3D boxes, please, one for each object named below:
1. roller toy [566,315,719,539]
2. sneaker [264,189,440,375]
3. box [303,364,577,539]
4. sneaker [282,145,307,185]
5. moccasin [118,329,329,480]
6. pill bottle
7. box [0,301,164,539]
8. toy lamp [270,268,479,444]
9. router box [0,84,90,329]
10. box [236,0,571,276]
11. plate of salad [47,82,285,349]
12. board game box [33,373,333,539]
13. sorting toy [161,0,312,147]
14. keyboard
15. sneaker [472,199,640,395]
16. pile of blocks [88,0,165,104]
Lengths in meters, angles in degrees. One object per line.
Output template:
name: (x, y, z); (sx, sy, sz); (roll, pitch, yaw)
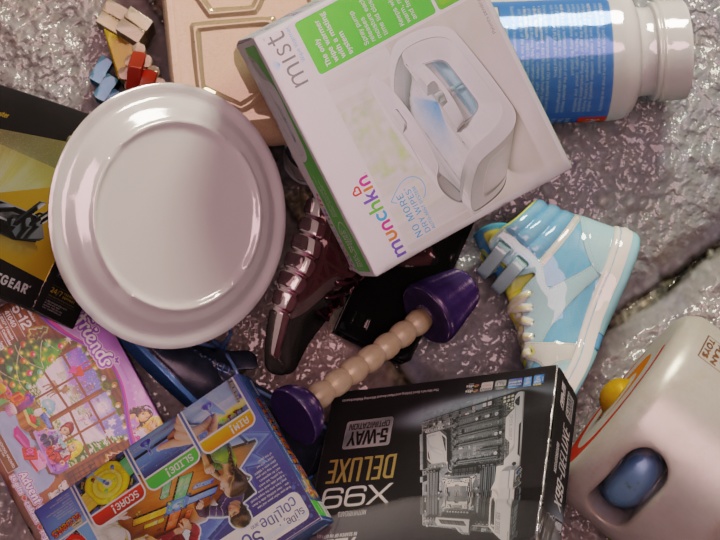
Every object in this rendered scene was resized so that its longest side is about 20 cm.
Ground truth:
roller toy: (0.248, 0.133, 1.505); (0.140, 0.182, 0.200); (38, 84, 3)
sneaker: (0.000, 0.000, 1.517); (0.115, 0.076, 0.201); (18, 90, 4)
box: (0.062, 0.161, 1.484); (0.199, 0.050, 0.158); (-8, 49, 26)
sneaker: (-0.004, -0.163, 1.582); (0.073, 0.071, 0.201); (22, 83, 0)
moccasin: (-0.108, 0.093, 1.556); (0.200, 0.080, 0.068); (41, 78, -12)
pill bottle: (0.168, -0.176, 1.570); (0.199, 0.112, 0.113); (-3, 84, -2)
box: (-0.242, 0.115, 1.557); (0.136, 0.039, 0.201); (-30, 86, -5)
toy lamp: (0.018, 0.063, 1.530); (0.200, 0.058, 0.058); (-37, 86, -32)
router box: (-0.274, -0.059, 1.515); (0.199, 0.052, 0.158); (19, 81, 37)
box: (0.030, -0.125, 1.443); (0.176, 0.097, 0.201); (-28, 99, -9)
plate of salad: (-0.148, -0.041, 1.449); (0.199, 0.048, 0.201); (0, 90, -33)
board game box: (-0.138, 0.191, 1.483); (0.200, 0.034, 0.136); (-33, 73, 7)
sorting toy: (-0.061, -0.199, 1.492); (0.184, 0.036, 0.201); (-6, 96, -6)
keyboard: (0.033, -0.031, 1.595); (0.104, 0.040, 0.201); (28, 83, -21)
sneaker: (0.135, 0.035, 1.565); (0.130, 0.080, 0.201); (26, 74, -2)
pile of blocks: (-0.184, -0.130, 1.575); (0.082, 0.062, 0.201); (-22, 85, -5)
